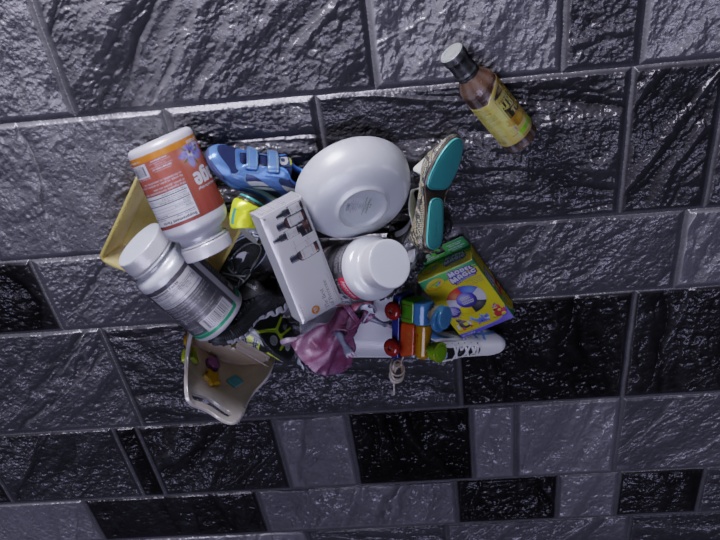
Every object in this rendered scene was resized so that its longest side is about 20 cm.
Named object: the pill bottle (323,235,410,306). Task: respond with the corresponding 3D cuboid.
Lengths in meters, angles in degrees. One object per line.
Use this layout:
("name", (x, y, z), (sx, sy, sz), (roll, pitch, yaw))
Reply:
("pill bottle", (0.000, 0.000, 1.598), (0.110, 0.111, 0.200), (29, 160, -23))

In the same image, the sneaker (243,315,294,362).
("sneaker", (-0.206, 0.110, 1.803), (0.076, 0.076, 0.200), (-17, 131, 44))

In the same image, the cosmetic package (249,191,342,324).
("cosmetic package", (-0.103, -0.019, 1.527), (0.082, 0.051, 0.201), (-28, 115, -16))

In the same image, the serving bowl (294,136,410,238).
("serving bowl", (-0.005, -0.122, 1.533), (0.198, 0.066, 0.201), (-12, 139, -11))

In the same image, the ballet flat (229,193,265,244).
("ballet flat", (-0.152, -0.071, 1.579), (0.066, 0.068, 0.200), (18, 177, 37))

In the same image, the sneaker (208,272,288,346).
("sneaker", (-0.206, 0.063, 1.692), (0.066, 0.200, 0.091), (24, 128, 32))

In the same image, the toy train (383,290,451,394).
("toy train", (0.110, 0.147, 1.721), (0.115, 0.084, 0.202), (12, 107, 41))

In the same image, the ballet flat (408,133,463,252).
("ballet flat", (0.113, -0.132, 1.545), (0.067, 0.075, 0.202), (-2, 108, -42))

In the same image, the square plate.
("square plate", (-0.020, 0.093, 1.799), (0.198, 0.029, 0.199), (1, 133, 1))

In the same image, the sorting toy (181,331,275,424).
("sorting toy", (-0.279, 0.203, 1.804), (0.199, 0.181, 0.107), (34, 125, -27))

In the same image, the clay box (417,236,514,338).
("clay box", (0.189, 0.033, 1.724), (0.114, 0.048, 0.200), (-24, 128, 23))

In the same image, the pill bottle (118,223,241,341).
("pill bottle", (-0.307, 0.019, 1.592), (0.113, 0.114, 0.200), (-29, 120, 26))

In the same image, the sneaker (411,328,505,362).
("sneaker", (0.185, 0.150, 1.818), (0.198, 0.073, 0.072), (2, 132, -2))

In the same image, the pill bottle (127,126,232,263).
("pill bottle", (-0.284, -0.119, 1.504), (0.111, 0.112, 0.201), (-18, 105, 18))

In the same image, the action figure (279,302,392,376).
("action figure", (-0.033, 0.103, 1.748), (0.149, 0.134, 0.201), (41, 118, 20))

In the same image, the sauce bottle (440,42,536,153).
("sauce bottle", (0.196, -0.265, 1.435), (0.064, 0.065, 0.200), (-30, 127, 26))

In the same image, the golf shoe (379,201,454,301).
("golf shoe", (0.077, -0.036, 1.649), (0.094, 0.078, 0.200), (41, 116, 7))

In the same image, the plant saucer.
("plant saucer", (-0.328, -0.064, 1.632), (0.199, 0.049, 0.201), (24, 122, -17))

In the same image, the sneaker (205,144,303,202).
("sneaker", (-0.159, -0.167, 1.533), (0.199, 0.074, 0.082), (21, 133, -29))

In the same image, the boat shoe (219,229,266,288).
("boat shoe", (-0.227, 0.002, 1.689), (0.072, 0.071, 0.200), (27, 128, -22))
